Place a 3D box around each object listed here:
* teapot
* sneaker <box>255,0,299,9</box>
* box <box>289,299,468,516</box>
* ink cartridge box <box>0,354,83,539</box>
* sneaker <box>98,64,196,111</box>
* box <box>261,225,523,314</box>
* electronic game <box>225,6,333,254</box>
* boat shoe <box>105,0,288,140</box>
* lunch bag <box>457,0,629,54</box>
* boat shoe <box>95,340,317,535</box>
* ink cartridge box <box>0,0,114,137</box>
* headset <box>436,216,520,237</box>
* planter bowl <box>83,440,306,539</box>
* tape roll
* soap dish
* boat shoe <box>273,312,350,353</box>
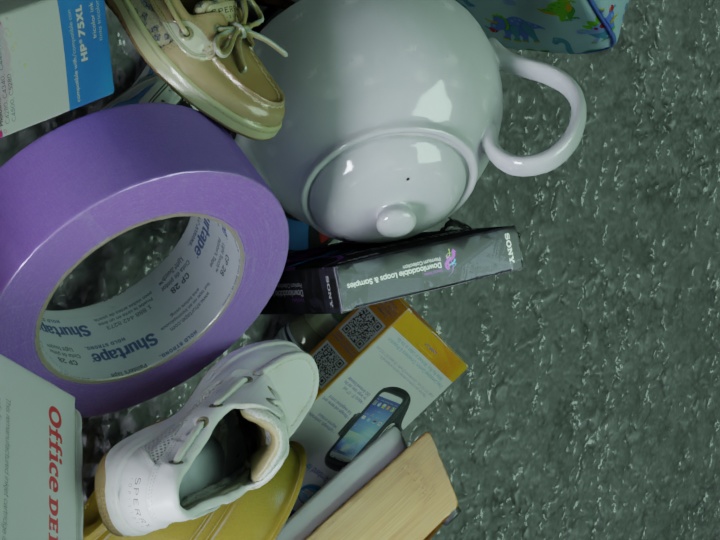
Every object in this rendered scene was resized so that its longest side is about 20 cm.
[{"bbox_3d":[0.016,-0.087,1.187,0.197,0.200,0.146,12,46,-33],"label":"teapot"},{"bbox_3d":[-0.088,-0.240,1.179,0.200,0.073,0.085,31,74,-56],"label":"sneaker"},{"bbox_3d":[-0.020,0.110,1.355,0.200,0.041,0.119,-42,144,2],"label":"box"},{"bbox_3d":[-0.243,0.108,0.949,0.200,0.083,0.145,39,37,-48],"label":"ink cartridge box"},{"bbox_3d":[-0.123,-0.102,1.164,0.200,0.072,0.072,-52,137,-40],"label":"sneaker"},{"bbox_3d":[0.000,0.000,1.231,0.143,0.200,0.036,-13,97,-28],"label":"box"},{"bbox_3d":[-0.042,-0.108,1.323,0.200,0.042,0.200,-22,116,-55],"label":"electronic game"},{"bbox_3d":[-0.109,-0.164,1.065,0.200,0.063,0.073,48,20,0],"label":"boat shoe"},{"bbox_3d":[0.104,-0.242,1.370,0.161,0.200,0.083,45,59,-53],"label":"lunch bag"},{"bbox_3d":[-0.073,0.102,1.071,0.200,0.069,0.071,-39,120,-50],"label":"boat shoe"},{"bbox_3d":[-0.238,-0.105,0.930,0.200,0.116,0.067,-32,125,-52],"label":"ink cartridge box"},{"bbox_3d":[0.067,-0.102,1.347,0.124,0.094,0.200,117,-27,-53],"label":"headset"},{"bbox_3d":[-0.132,0.168,1.170,0.083,0.200,0.201,42,56,-15],"label":"planter bowl"},{"bbox_3d":[-0.144,-0.003,1.063,0.200,0.066,0.200,-26,146,-19],"label":"tape roll"},{"bbox_3d":[-0.010,0.208,1.314,0.157,0.081,0.200,-41,170,-20],"label":"soap dish"},{"bbox_3d":[0.011,0.060,1.411,0.062,0.072,0.200,-44,156,24],"label":"boat shoe"}]
